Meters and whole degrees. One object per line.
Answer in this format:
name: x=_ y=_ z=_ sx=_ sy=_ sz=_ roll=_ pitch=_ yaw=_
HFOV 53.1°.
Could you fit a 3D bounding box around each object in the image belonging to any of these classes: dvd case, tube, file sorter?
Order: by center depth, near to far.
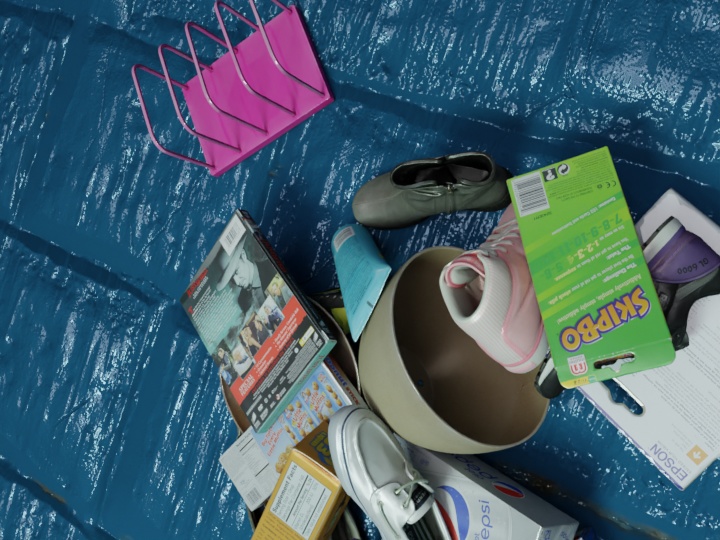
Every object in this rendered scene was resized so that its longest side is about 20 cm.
tube: x=0.000 y=0.000 z=0.757 sx=0.050 sy=0.200 sz=0.078 roll=18 pitch=106 yaw=-11
dvd case: x=-0.119 y=0.053 z=0.791 sx=0.201 sy=0.022 sz=0.147 roll=51 pitch=117 yaw=28
file sorter: x=-0.163 y=-0.235 z=0.891 sx=0.198 sy=0.125 sz=0.141 roll=-28 pitch=74 yaw=22

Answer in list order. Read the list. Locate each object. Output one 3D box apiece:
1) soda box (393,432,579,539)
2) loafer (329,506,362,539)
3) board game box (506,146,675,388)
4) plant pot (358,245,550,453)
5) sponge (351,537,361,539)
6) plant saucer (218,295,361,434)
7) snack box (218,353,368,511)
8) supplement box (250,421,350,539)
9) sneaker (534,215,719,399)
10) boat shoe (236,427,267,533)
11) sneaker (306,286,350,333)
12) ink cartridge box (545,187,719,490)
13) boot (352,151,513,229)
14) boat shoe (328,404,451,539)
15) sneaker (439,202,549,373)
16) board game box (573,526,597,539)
soda box: x=0.109 y=0.228 z=0.715 sx=0.199 sy=0.068 sz=0.064 roll=24 pitch=98 yaw=47
loafer: x=-0.013 y=0.352 z=0.800 sx=0.070 sy=0.069 sz=0.202 roll=-36 pitch=70 yaw=40
board game box: x=0.196 y=-0.003 z=0.625 sx=0.094 sy=0.030 sz=0.203 roll=-17 pitch=63 yaw=18
plant pot: x=0.074 y=0.095 z=0.728 sx=0.134 sy=0.198 sz=0.203 roll=-38 pitch=69 yaw=46
sponge: x=0.011 y=0.392 z=0.743 sx=0.110 sy=0.030 sz=0.203 roll=18 pitch=96 yaw=20
plant saucer: x=-0.076 y=0.118 z=0.812 sx=0.198 sy=0.034 sz=0.204 roll=6 pitch=101 yaw=33
snack box: x=-0.078 y=0.179 z=0.785 sx=0.200 sy=0.024 sz=0.072 roll=-46 pitch=71 yaw=27
supplement box: x=-0.062 y=0.257 z=0.745 sx=0.068 sy=0.066 sz=0.202 roll=34 pitch=116 yaw=15
sneaker: x=0.244 y=0.055 z=0.647 sx=0.087 sy=0.076 sz=0.201 roll=43 pitch=104 yaw=15
boat shoe: x=-0.114 y=0.229 z=0.868 sx=0.071 sy=0.060 sz=0.204 roll=-21 pitch=77 yaw=25
sneaker: x=-0.044 y=0.063 z=0.847 sx=0.198 sy=0.075 sz=0.078 roll=-11 pitch=91 yaw=35
ink cartridge box: x=0.298 y=0.062 z=0.681 sx=0.197 sy=0.043 sz=0.200 roll=46 pitch=106 yaw=20
boot: x=0.059 y=-0.092 z=0.765 sx=0.197 sy=0.130 sz=0.069 roll=-7 pitch=83 yaw=26
boat shoe: x=0.042 y=0.212 z=0.672 sx=0.066 sy=0.073 sz=0.202 roll=-14 pitch=109 yaw=48
sneaker: x=0.135 y=-0.012 z=0.693 sx=0.075 sy=0.104 sz=0.202 roll=-29 pitch=38 yaw=46
board game box: x=0.176 y=0.385 z=0.712 sx=0.194 sy=0.056 sz=0.202 roll=-27 pitch=75 yaw=23
